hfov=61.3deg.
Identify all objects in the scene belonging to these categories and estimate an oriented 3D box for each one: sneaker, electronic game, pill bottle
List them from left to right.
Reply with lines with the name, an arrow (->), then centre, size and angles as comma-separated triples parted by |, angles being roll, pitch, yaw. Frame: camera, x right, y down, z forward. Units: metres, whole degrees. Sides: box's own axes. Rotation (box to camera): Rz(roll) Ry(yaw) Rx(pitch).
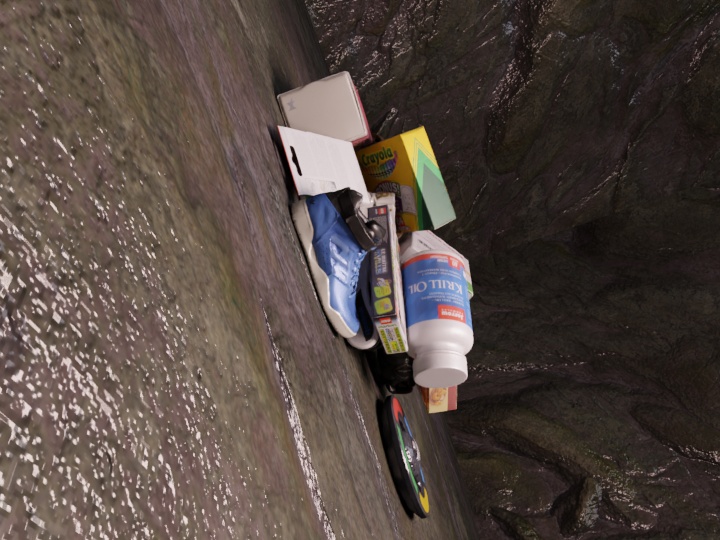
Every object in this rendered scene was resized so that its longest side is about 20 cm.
sneaker -> -0.010, -0.013, 0.828 | 0.077, 0.110, 0.202 | -66, 138, -81
sneaker -> -0.007, 0.029, 0.962 | 0.112, 0.072, 0.202 | 54, 27, -74
sneaker -> 0.002, -0.136, 1.093 | 0.074, 0.115, 0.201 | -99, 167, -49
sneaker -> 0.053, 0.157, 1.123 | 0.199, 0.076, 0.115 | -138, -132, -70
electronic game -> 0.078, 0.306, 1.008 | 0.200, 0.041, 0.202 | -18, 90, -84
pill bottle -> 0.120, 0.077, 0.966 | 0.112, 0.111, 0.201 | 63, 21, -55

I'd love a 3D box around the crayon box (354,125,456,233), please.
crayon box -> 0.074, -0.161, 1.133 | 0.200, 0.058, 0.174 | 0, -65, 64

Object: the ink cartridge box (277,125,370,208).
ink cartridge box -> -0.066, -0.149, 0.930 | 0.199, 0.050, 0.110 | -6, 76, -59

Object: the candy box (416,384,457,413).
candy box -> 0.122, 0.150, 1.107 | 0.200, 0.055, 0.116 | -112, -163, -64

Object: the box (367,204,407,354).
box -> 0.041, 0.011, 0.926 | 0.110, 0.034, 0.201 | 69, 15, -52

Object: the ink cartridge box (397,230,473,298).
ink cartridge box -> 0.132, -0.002, 1.166 | 0.144, 0.084, 0.200 | 37, 19, -5

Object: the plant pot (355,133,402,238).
plant pot -> 0.028, -0.200, 1.440 | 0.199, 0.199, 0.201 | 54, 16, -44

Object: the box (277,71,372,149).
box -> -0.056, -0.268, 1.093 | 0.200, 0.127, 0.110 | -61, 133, -81
